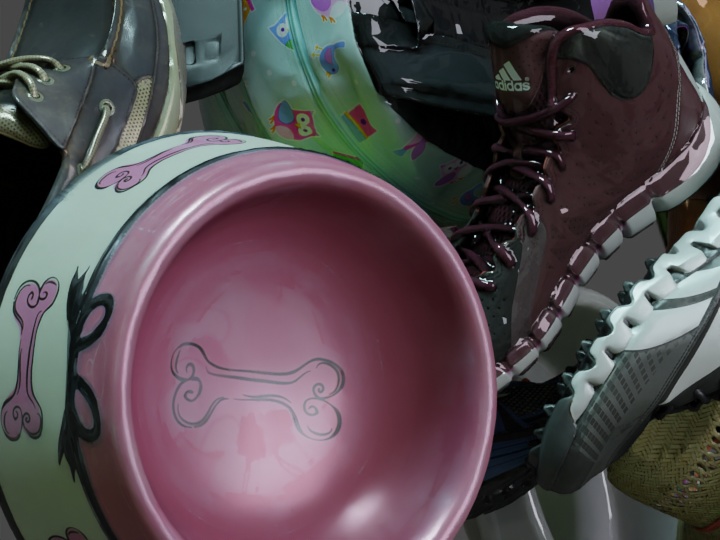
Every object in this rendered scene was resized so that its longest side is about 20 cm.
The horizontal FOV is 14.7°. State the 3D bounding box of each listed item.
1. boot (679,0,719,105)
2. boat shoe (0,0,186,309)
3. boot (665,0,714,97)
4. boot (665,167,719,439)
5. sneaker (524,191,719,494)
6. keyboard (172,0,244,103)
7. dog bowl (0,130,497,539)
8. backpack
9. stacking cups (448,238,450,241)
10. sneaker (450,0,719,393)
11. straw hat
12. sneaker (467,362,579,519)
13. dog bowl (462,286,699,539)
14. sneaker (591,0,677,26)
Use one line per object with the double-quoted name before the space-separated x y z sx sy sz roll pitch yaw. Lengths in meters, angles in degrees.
"boot" 0.237 -0.106 1.461 0.077 0.155 0.201 -19 89 -46
"boat shoe" -0.116 -0.050 1.072 0.073 0.074 0.201 32 49 -45
"boot" 0.128 -0.141 1.460 0.073 0.090 0.201 -7 80 -56
"boot" 0.228 0.014 1.551 0.188 0.068 0.201 40 45 -40
"sneaker" 0.152 0.025 1.157 0.090 0.067 0.200 38 73 9
"keyboard" -0.072 -0.157 1.182 0.040 0.104 0.201 63 22 -66
"dog bowl" -0.035 0.045 1.028 0.199 0.074 0.201 2 86 -33
"backpack" 0.023 -0.085 1.247 0.200 0.126 0.168 13 56 -51
"stacking cups" 0.000 0.000 1.206 0.200 0.060 0.061 21 57 -41
"sneaker" 0.059 -0.040 1.142 0.200 0.076 0.116 -45 130 -21
"straw hat" 0.152 0.068 1.246 0.085 0.201 0.202 19 53 -14
"sneaker" 0.030 0.065 1.189 0.199 0.075 0.079 -16 74 -35
"dog bowl" 0.100 0.099 1.330 0.200 0.059 0.201 29 52 -45
"sneaker" 0.075 -0.193 1.408 0.073 0.114 0.201 75 -2 -54
